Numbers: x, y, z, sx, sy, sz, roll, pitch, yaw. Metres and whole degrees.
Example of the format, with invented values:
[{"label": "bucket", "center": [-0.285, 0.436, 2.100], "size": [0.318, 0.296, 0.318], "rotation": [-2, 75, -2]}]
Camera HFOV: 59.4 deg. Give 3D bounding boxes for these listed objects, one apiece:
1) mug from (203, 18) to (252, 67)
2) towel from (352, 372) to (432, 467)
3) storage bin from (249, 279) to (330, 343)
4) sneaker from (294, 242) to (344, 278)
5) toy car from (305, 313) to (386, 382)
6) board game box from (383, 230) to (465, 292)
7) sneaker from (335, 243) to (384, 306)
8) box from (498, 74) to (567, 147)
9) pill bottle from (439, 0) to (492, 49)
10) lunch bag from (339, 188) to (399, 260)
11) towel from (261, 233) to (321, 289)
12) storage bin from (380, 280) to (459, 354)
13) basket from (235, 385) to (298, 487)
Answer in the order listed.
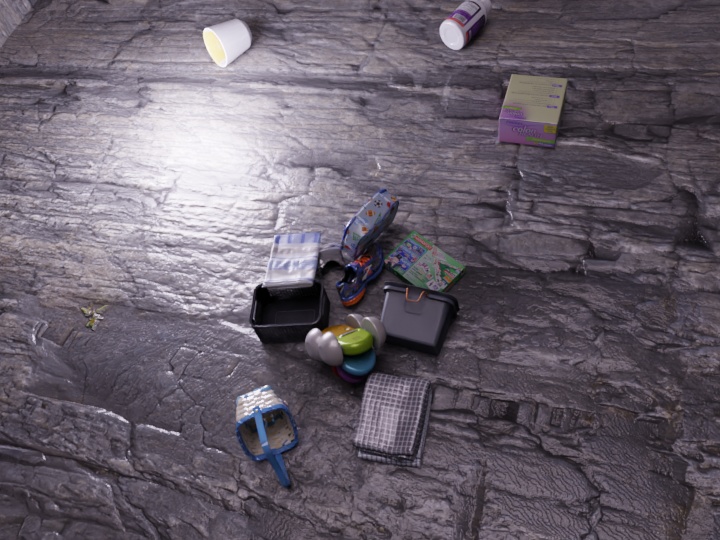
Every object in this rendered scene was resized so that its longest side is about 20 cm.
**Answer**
[{"label": "mug", "center": [-0.512, -0.898, 2.432], "size": [0.152, 0.151, 0.186], "rotation": [-37, 63, -24]}, {"label": "towel", "center": [0.076, 0.349, 1.494], "size": [0.162, 0.086, 0.203], "rotation": [6, 58, 17]}, {"label": "storage bin", "center": [-0.189, 0.112, 1.707], "size": [0.195, 0.094, 0.137], "rotation": [-4, 56, 10]}, {"label": "sneaker", "center": [-0.137, -0.011, 1.788], "size": [0.197, 0.075, 0.083], "rotation": [-25, 53, -6]}, {"label": "toy car", "center": [-0.030, 0.202, 1.569], "size": [0.172, 0.153, 0.199], "rotation": [-18, 9, -26]}, {"label": "board game box", "center": [0.175, -0.011, 1.750], "size": [0.134, 0.029, 0.199], "rotation": [-41, 58, -17]}, {"label": "sneaker", "center": [0.000, 0.000, 1.738], "size": [0.074, 0.079, 0.202], "rotation": [6, 55, 42]}, {"label": "box", "center": [0.532, -0.494, 1.949], "size": [0.172, 0.097, 0.203], "rotation": [10, 58, 18]}, {"label": "pill bottle", "center": [0.380, -0.890, 2.249], "size": [0.110, 0.112, 0.200], "rotation": [31, 67, 28]}, {"label": "lunch bag", "center": [0.021, -0.125, 1.783], "size": [0.075, 0.161, 0.200], "rotation": [41, 65, 10]}, {"label": "towel", "center": [-0.187, -0.030, 1.746], "size": [0.143, 0.024, 0.203], "rotation": [-3, 47, 10]}, {"label": "storage bin", "center": [0.139, 0.123, 1.610], "size": [0.196, 0.146, 0.137], "rotation": [11, 69, 19]}, {"label": "basket", "center": [-0.217, 0.384, 1.479], "size": [0.136, 0.178, 0.202], "rotation": [-18, 43, -5]}]
